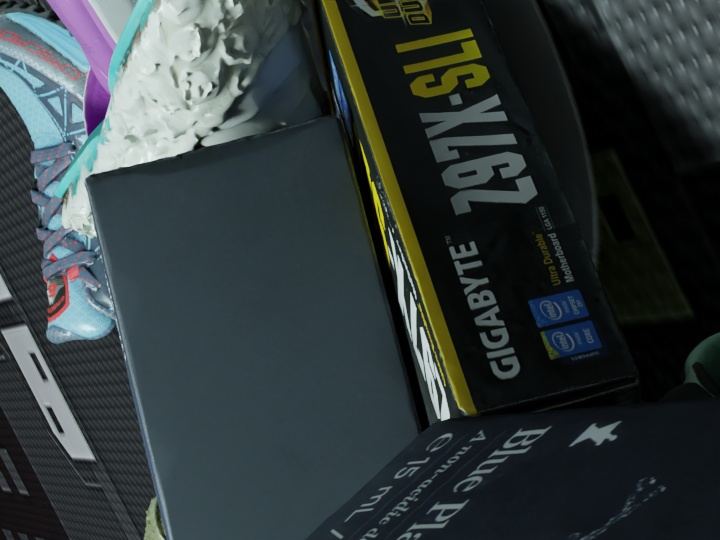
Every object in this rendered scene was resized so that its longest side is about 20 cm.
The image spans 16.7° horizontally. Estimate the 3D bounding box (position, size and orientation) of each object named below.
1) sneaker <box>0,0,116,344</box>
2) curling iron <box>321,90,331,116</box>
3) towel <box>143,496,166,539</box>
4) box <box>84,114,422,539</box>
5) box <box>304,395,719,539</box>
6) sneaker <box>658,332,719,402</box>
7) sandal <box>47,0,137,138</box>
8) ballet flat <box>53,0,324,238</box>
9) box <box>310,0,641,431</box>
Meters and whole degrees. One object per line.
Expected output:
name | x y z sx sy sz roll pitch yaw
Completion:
sneaker | -0.094 -0.015 0.957 0.200 0.095 0.079 49 170 -2
curling iron | 0.000 0.000 0.897 0.200 0.025 0.050 79 -179 -56
towel | -0.067 0.226 1.406 0.200 0.036 0.148 57 163 13
box | -0.016 0.074 0.708 0.141 0.079 0.201 102 154 -78
box | 0.045 0.120 0.453 0.200 0.197 0.118 -9 115 49
sneaker | 0.137 0.081 0.553 0.200 0.074 0.119 28 133 50
sandal | -0.077 -0.043 0.878 0.203 0.050 0.082 58 167 -15
ballet flat | -0.044 -0.051 0.756 0.072 0.072 0.200 59 158 7
box | 0.034 0.022 0.689 0.200 0.049 0.160 -107 7 -46
